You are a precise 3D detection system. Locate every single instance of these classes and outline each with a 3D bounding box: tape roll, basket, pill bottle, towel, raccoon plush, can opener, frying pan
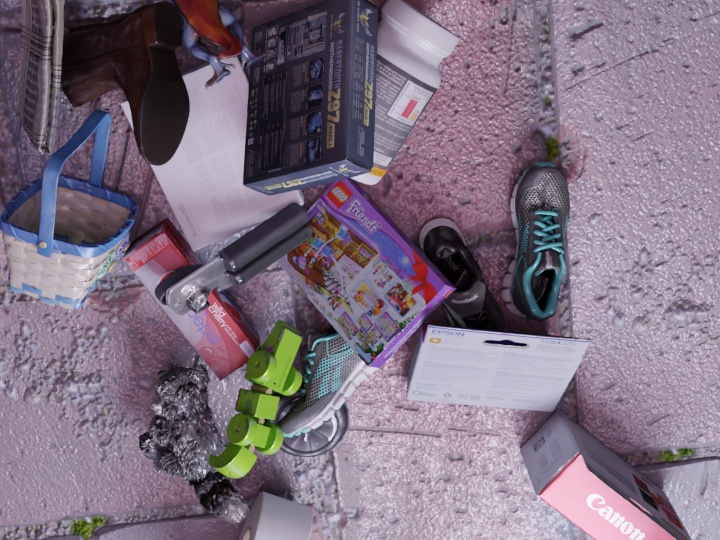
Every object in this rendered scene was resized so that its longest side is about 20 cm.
[{"bbox_3d":[-0.127,0.390,1.454,0.071,0.202,0.203,19,105,-8],"label":"tape roll"},{"bbox_3d":[-0.337,-0.073,1.327,0.139,0.176,0.200,13,121,4],"label":"basket"},{"bbox_3d":[0.023,-0.210,1.320,0.116,0.116,0.200,31,104,-10],"label":"pill bottle"},{"bbox_3d":[-0.360,-0.241,1.267,0.035,0.193,0.200,3,106,-22],"label":"towel"},{"bbox_3d":[-0.189,0.205,1.415,0.200,0.097,0.134,36,135,11],"label":"raccoon plush"},{"bbox_3d":[-0.154,-0.019,1.348,0.200,0.067,0.053,-36,142,-17],"label":"can opener"},{"bbox_3d":[-0.047,0.170,1.481,0.115,0.031,0.190,37,104,-14],"label":"frying pan"}]

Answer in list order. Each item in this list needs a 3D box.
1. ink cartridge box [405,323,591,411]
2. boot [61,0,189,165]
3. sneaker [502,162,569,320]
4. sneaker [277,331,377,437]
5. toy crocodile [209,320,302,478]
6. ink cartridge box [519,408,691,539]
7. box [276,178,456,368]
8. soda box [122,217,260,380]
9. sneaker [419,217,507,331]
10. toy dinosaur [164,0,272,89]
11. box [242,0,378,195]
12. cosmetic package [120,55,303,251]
[{"bbox_3d":[0.165,0.110,1.401,0.196,0.043,0.200,6,146,-3],"label":"ink cartridge box"},{"bbox_3d":[-0.281,-0.199,1.277,0.200,0.064,0.187,-4,79,40],"label":"boot"},{"bbox_3d":[0.226,-0.030,1.384,0.078,0.091,0.200,-1,107,-9],"label":"sneaker"},{"bbox_3d":[-0.043,0.122,1.429,0.091,0.078,0.200,45,78,-6],"label":"sneaker"},{"bbox_3d":[-0.125,0.158,1.385,0.067,0.062,0.200,28,78,-49],"label":"toy crocodile"},{"bbox_3d":[0.315,0.296,1.449,0.200,0.176,0.084,38,102,-11],"label":"ink cartridge box"},{"bbox_3d":[0.000,0.000,1.370,0.137,0.039,0.200,-47,68,12],"label":"box"},{"bbox_3d":[-0.208,0.035,1.411,0.063,0.070,0.200,-34,105,6],"label":"soda box"},{"bbox_3d":[0.131,0.034,1.410,0.066,0.091,0.200,-25,106,7],"label":"sneaker"},{"bbox_3d":[-0.176,-0.305,1.268,0.105,0.200,0.182,-32,93,-17],"label":"toy dinosaur"},{"bbox_3d":[-0.056,-0.196,1.272,0.158,0.051,0.200,-11,72,39],"label":"box"},{"bbox_3d":[-0.176,-0.144,1.369,0.151,0.052,0.200,-23,106,3],"label":"cosmetic package"}]
